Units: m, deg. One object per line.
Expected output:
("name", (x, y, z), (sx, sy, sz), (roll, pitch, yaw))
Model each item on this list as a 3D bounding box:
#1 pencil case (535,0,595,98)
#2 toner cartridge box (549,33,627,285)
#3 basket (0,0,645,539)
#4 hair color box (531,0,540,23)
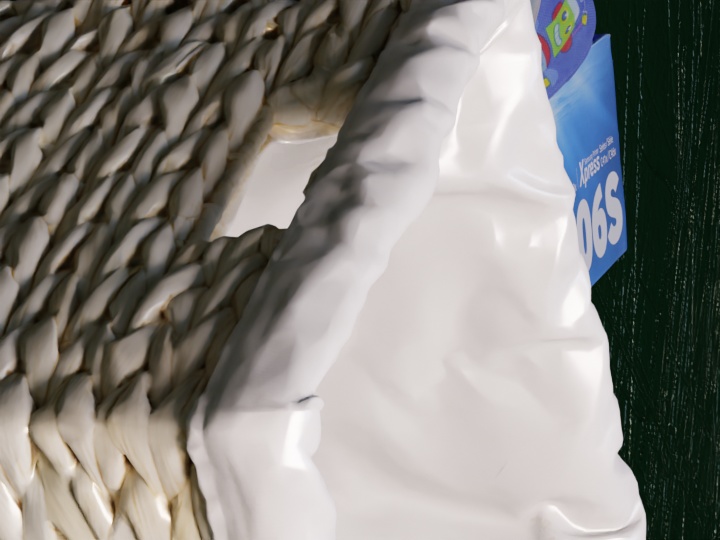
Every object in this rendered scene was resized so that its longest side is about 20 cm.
("pencil case", (0.017, -0.130, 0.942), (0.078, 0.087, 0.200), (-56, 148, -17))
("toner cartridge box", (0.057, -0.028, 1.105), (0.200, 0.043, 0.095), (-39, 124, -65))
("basket", (-0.038, 0.056, 0.657), (0.198, 0.160, 0.201), (-64, 146, -52))
("hair color box", (0.000, 0.000, 0.866), (0.099, 0.060, 0.200), (108, 0, -48))
